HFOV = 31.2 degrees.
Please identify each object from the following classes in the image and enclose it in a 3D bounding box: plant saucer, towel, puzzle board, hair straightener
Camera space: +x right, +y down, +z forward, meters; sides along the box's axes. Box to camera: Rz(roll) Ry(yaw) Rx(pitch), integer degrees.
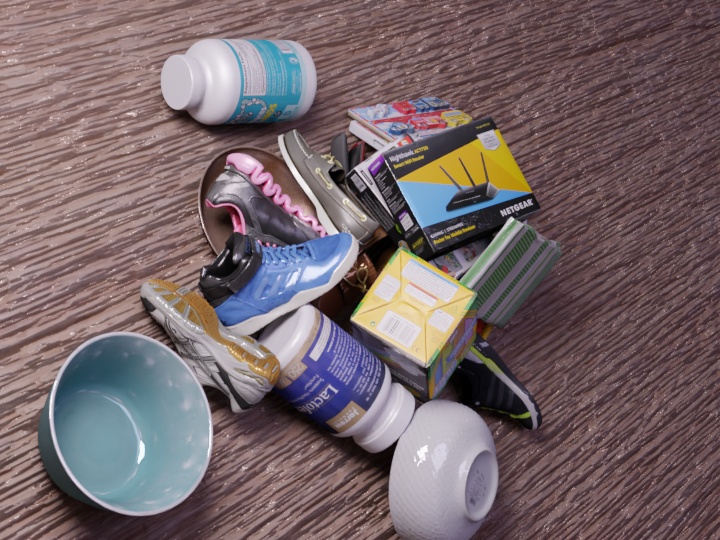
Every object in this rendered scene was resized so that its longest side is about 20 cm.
[{"bbox_3d":[-0.136,-0.065,1.691,0.200,0.037,0.201,19,59,-35],"label":"plant saucer"},{"bbox_3d":[0.202,0.005,1.777,0.023,0.153,0.200,42,9,26],"label":"towel"},{"bbox_3d":[0.100,-0.217,1.915,0.199,0.017,0.151,-16,41,-44],"label":"puzzle board"},{"bbox_3d":[-0.038,-0.105,1.801,0.077,0.041,0.201,23,62,-32],"label":"hair straightener"}]

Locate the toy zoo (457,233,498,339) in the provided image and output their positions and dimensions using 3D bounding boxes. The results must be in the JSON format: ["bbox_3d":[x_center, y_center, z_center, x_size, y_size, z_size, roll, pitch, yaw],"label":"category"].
[{"bbox_3d":[0.160,0.040,1.836,0.131,0.020,0.201,27,94,-47],"label":"toy zoo"}]

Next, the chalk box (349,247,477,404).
[{"bbox_3d":[0.073,0.085,1.699,0.124,0.200,0.124,30,71,16],"label":"chalk box"}]

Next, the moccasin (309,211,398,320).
[{"bbox_3d":[0.000,0.001,1.731,0.201,0.077,0.074,-45,138,-32],"label":"moccasin"}]

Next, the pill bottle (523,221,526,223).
[{"bbox_3d":[0.135,-0.068,1.861,0.199,0.116,0.116,-10,77,-39],"label":"pill bottle"}]

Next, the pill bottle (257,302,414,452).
[{"bbox_3d":[-0.033,0.139,1.632,0.200,0.116,0.116,38,50,-21],"label":"pill bottle"}]

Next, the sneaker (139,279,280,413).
[{"bbox_3d":[-0.195,0.095,1.542,0.200,0.088,0.076,39,25,8],"label":"sneaker"}]

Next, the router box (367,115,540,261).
[{"bbox_3d":[0.126,-0.109,1.714,0.199,0.051,0.150,-22,80,-34],"label":"router box"}]

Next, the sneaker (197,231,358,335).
[{"bbox_3d":[-0.105,-0.010,1.585,0.111,0.199,0.077,57,3,-32],"label":"sneaker"}]

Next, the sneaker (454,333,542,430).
[{"bbox_3d":[0.182,0.171,1.857,0.083,0.072,0.200,-42,114,-5],"label":"sneaker"}]

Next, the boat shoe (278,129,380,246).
[{"bbox_3d":[-0.042,-0.114,1.701,0.202,0.060,0.072,58,14,25],"label":"boat shoe"}]

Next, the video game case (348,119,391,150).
[{"bbox_3d":[0.098,-0.174,1.874,0.143,0.018,0.200,-14,41,-44],"label":"video game case"}]

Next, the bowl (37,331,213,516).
[{"bbox_3d":[-0.272,0.178,1.413,0.200,0.105,0.202,18,61,-34],"label":"bowl"}]

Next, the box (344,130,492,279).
[{"bbox_3d":[0.082,-0.078,1.734,0.110,0.035,0.200,-37,89,-32],"label":"box"}]

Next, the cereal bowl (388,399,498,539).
[{"bbox_3d":[0.123,0.271,1.675,0.200,0.083,0.201,-13,106,-56],"label":"cereal bowl"}]

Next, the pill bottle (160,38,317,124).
[{"bbox_3d":[-0.162,-0.249,1.701,0.199,0.111,0.111,-8,76,-42],"label":"pill bottle"}]

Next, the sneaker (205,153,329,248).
[{"bbox_3d":[-0.117,-0.054,1.642,0.200,0.079,0.096,44,71,-17],"label":"sneaker"}]
